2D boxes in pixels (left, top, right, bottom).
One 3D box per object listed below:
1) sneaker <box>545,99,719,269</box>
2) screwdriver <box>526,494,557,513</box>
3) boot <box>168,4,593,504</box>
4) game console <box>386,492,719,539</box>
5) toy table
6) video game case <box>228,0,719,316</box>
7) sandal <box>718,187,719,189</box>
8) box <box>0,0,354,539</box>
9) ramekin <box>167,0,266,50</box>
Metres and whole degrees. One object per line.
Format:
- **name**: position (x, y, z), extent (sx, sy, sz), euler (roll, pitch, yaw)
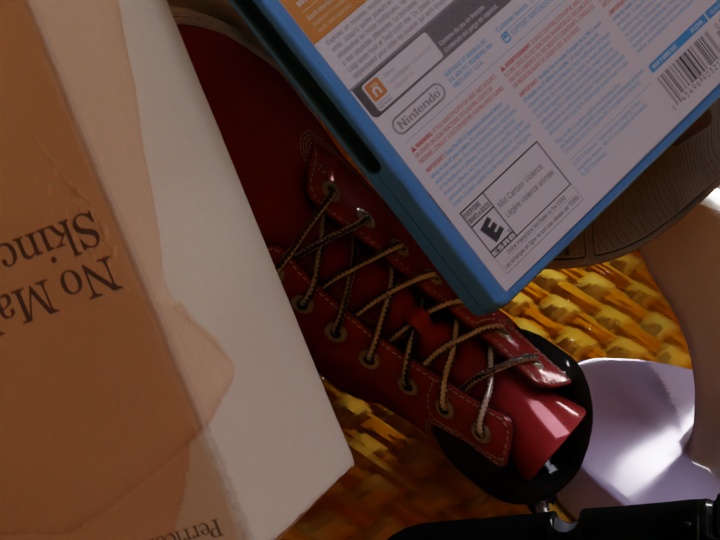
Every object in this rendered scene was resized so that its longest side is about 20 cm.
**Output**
- **sneaker**: position (0.067, -0.054, 0.789), extent (0.199, 0.075, 0.106), euler (-22, 20, -37)
- **screwdriver**: position (0.067, 0.091, 0.782), extent (0.029, 0.028, 0.200), euler (4, 39, -25)
- **boot**: position (0.000, 0.000, 0.734), extent (0.144, 0.073, 0.200), euler (35, -7, 42)
- **game console**: position (0.087, 0.170, 0.661), extent (0.175, 0.117, 0.200), euler (-6, 32, 12)
- **toy table**: position (0.169, 0.050, 0.819), extent (0.199, 0.118, 0.184), euler (18, 30, -5)
- **video game case**: position (0.021, -0.106, 0.693), extent (0.143, 0.018, 0.200), euler (-42, 97, -29)
- **sandal**: position (0.191, -0.015, 1.007), extent (0.200, 0.043, 0.076), euler (32, 32, 18)
- **box**: position (-0.087, -0.011, 0.658), extent (0.201, 0.095, 0.078), euler (67, 24, -6)
- **ramekin**: position (-0.007, -0.162, 0.796), extent (0.199, 0.201, 0.105), euler (24, -13, 4)
